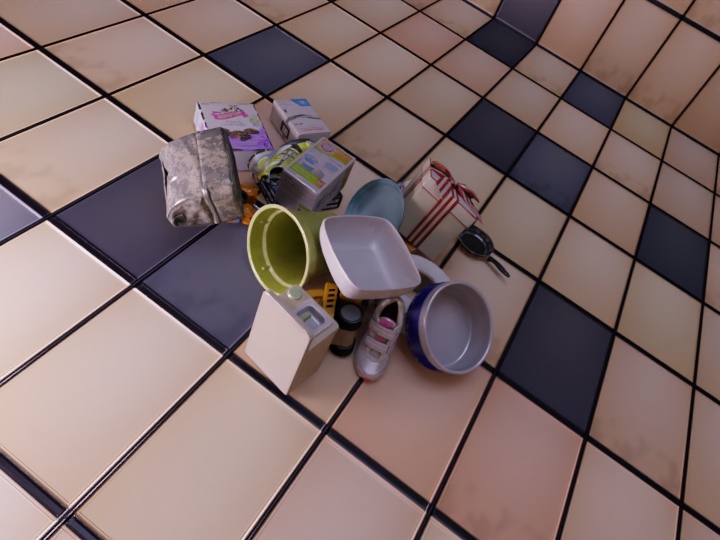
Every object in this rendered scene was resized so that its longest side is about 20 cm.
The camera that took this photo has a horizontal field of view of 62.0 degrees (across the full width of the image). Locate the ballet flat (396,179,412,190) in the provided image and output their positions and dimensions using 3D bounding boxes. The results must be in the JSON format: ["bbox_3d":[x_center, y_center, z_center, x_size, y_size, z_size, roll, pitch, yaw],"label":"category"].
[{"bbox_3d":[0.179,-0.236,1.745,0.196,0.073,0.073,8,46,-18],"label":"ballet flat"}]

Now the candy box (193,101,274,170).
[{"bbox_3d":[-0.342,-0.361,1.611,0.165,0.072,0.202,-6,53,-30],"label":"candy box"}]

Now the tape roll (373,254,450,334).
[{"bbox_3d":[0.128,0.058,1.445,0.198,0.071,0.205,13,45,-13],"label":"tape roll"}]

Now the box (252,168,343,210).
[{"bbox_3d":[-0.165,-0.223,1.585,0.197,0.046,0.160,-13,57,-34],"label":"box"}]

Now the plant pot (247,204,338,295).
[{"bbox_3d":[-0.125,-0.058,1.365,0.183,0.202,0.201,-16,56,-48],"label":"plant pot"}]

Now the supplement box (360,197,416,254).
[{"bbox_3d":[0.064,-0.105,1.571,0.066,0.069,0.201,-12,54,-32],"label":"supplement box"}]

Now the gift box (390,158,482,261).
[{"bbox_3d":[0.196,-0.155,1.536,0.183,0.187,0.201,36,23,-17],"label":"gift box"}]

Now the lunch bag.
[{"bbox_3d":[-0.357,-0.203,1.332,0.164,0.140,0.203,-13,63,-6],"label":"lunch bag"}]

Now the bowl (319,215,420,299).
[{"bbox_3d":[0.010,-0.020,1.271,0.197,0.075,0.202,-2,54,-36],"label":"bowl"}]

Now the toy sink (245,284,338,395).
[{"bbox_3d":[-0.129,0.119,1.174,0.130,0.202,0.111,41,46,17],"label":"toy sink"}]

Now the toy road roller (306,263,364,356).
[{"bbox_3d":[-0.068,0.075,1.301,0.143,0.124,0.202,12,45,-6],"label":"toy road roller"}]

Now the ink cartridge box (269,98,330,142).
[{"bbox_3d":[-0.167,-0.411,1.743,0.114,0.067,0.201,-15,57,-35],"label":"ink cartridge box"}]

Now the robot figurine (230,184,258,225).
[{"bbox_3d":[-0.349,-0.174,1.444,0.196,0.059,0.147,12,45,-15],"label":"robot figurine"}]

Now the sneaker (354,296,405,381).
[{"bbox_3d":[0.042,0.136,1.287,0.080,0.088,0.203,18,72,2],"label":"sneaker"}]

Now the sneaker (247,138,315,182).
[{"bbox_3d":[-0.192,-0.277,1.546,0.198,0.076,0.077,-28,70,-28],"label":"sneaker"}]

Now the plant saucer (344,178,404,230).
[{"bbox_3d":[0.036,-0.133,1.509,0.027,0.199,0.202,24,34,-46],"label":"plant saucer"}]

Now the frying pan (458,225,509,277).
[{"bbox_3d":[0.353,-0.059,1.689,0.189,0.031,0.115,38,45,6],"label":"frying pan"}]

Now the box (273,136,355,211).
[{"bbox_3d":[-0.113,-0.232,1.511,0.112,0.102,0.200,34,45,6],"label":"box"}]

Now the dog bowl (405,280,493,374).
[{"bbox_3d":[0.198,0.126,1.336,0.197,0.078,0.205,3,85,-31],"label":"dog bowl"}]

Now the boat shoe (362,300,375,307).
[{"bbox_3d":[0.000,0.000,1.439,0.069,0.072,0.201,-15,50,-23],"label":"boat shoe"}]
